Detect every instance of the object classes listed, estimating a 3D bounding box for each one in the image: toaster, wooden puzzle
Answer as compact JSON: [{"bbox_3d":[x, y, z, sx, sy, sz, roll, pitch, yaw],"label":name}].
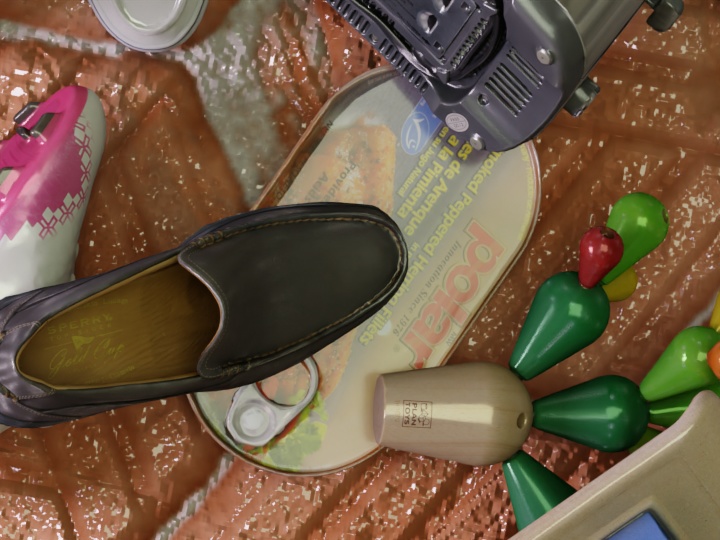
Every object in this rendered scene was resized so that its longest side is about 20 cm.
[{"bbox_3d":[0.048,-0.160,0.965,0.200,0.114,0.129,44,59,5],"label":"toaster"},{"bbox_3d":[0.111,0.168,0.941,0.200,0.046,0.185,-38,130,1],"label":"wooden puzzle"}]

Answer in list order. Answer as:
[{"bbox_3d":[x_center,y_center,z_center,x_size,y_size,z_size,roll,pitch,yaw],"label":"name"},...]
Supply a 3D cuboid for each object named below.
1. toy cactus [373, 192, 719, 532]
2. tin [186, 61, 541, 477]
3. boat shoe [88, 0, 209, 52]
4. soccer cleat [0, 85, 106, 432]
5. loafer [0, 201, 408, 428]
[{"bbox_3d":[0.089,0.069,0.969,0.164,0.102,0.201,2,105,-9],"label":"toy cactus"},{"bbox_3d":[0.000,0.000,1.004,0.112,0.042,0.200,36,85,1],"label":"tin"},{"bbox_3d":[-0.098,-0.184,0.954,0.073,0.065,0.201,-5,114,0],"label":"boat shoe"},{"bbox_3d":[-0.155,0.017,0.980,0.086,0.070,0.201,34,85,-22],"label":"soccer cleat"},{"bbox_3d":[-0.065,0.020,0.933,0.199,0.072,0.073,-21,95,-18],"label":"loafer"}]
